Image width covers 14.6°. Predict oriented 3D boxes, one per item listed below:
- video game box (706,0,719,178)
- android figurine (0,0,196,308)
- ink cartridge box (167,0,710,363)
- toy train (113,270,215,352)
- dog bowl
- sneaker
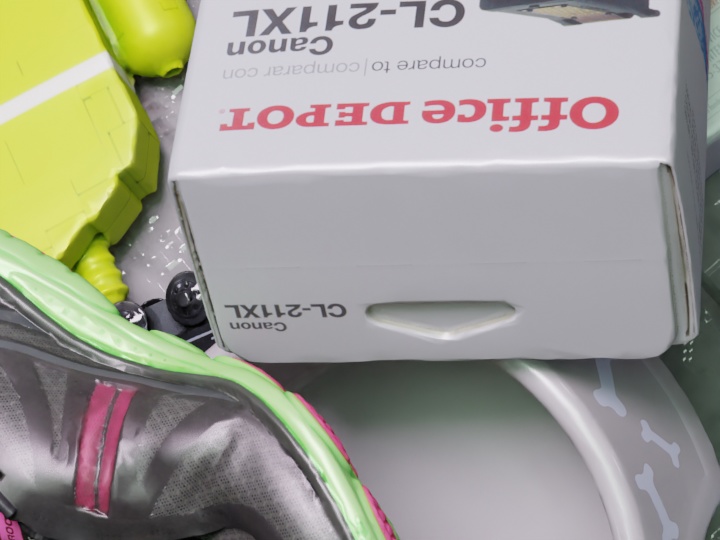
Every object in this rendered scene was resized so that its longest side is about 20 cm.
[{"bbox_3d":[0.083,-0.120,0.951,0.200,0.047,0.183,-38,75,0],"label":"video game box"},{"bbox_3d":[-0.145,-0.062,0.984,0.181,0.041,0.201,-29,72,3],"label":"android figurine"},{"bbox_3d":[0.031,-0.077,0.845,0.145,0.083,0.201,-1,50,10],"label":"ink cartridge box"},{"bbox_3d":[0.000,0.000,0.916,0.199,0.034,0.046,-25,82,25],"label":"toy train"},{"bbox_3d":[0.013,0.092,0.869,0.199,0.059,0.201,2,95,22],"label":"dog bowl"},{"bbox_3d":[-0.070,0.058,0.818,0.199,0.077,0.084,26,71,26],"label":"sneaker"}]
